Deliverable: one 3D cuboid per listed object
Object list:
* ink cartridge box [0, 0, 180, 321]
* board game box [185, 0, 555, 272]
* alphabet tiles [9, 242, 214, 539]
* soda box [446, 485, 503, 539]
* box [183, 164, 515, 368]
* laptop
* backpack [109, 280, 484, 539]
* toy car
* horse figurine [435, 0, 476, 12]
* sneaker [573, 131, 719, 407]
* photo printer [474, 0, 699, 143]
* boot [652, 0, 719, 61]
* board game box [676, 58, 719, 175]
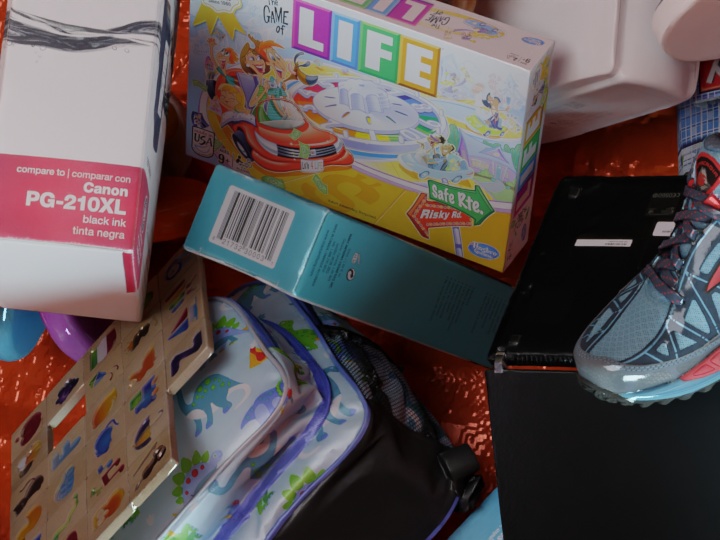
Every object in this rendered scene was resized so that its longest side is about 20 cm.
[{"bbox_3d":[-0.147,-0.089,1.388,0.084,0.145,0.201,6,74,-2],"label":"ink cartridge box"},{"bbox_3d":[0.001,-0.092,1.399,0.200,0.034,0.135,20,132,18],"label":"board game box"},{"bbox_3d":[-0.134,0.083,1.385,0.167,0.008,0.200,-47,23,16],"label":"alphabet tiles"},{"bbox_3d":[0.102,0.146,1.373,0.200,0.064,0.068,-48,57,13],"label":"soda box"},{"bbox_3d":[0.000,0.000,1.398,0.082,0.200,0.049,23,91,35],"label":"box"},{"bbox_3d":[0.165,0.056,1.315,0.177,0.103,0.200,1,50,32],"label":"laptop"},{"bbox_3d":[-0.059,0.100,1.419,0.183,0.147,0.200,-50,30,9],"label":"backpack"},{"bbox_3d":[-0.173,-0.017,1.563,0.200,0.175,0.150,-28,99,23],"label":"toy car"},{"bbox_3d":[0.033,-0.126,1.445,0.133,0.050,0.200,-98,23,-62],"label":"horse figurine"},{"bbox_3d":[0.170,-0.022,1.237,0.200,0.096,0.079,-42,38,-12],"label":"sneaker"},{"bbox_3d":[0.123,-0.179,1.421,0.166,0.069,0.201,-13,67,58],"label":"photo printer"},{"bbox_3d":[0.225,-0.192,1.320,0.200,0.073,0.090,-32,55,12],"label":"boot"},{"bbox_3d":[0.250,-0.110,1.353,0.200,0.062,0.200,-10,70,30],"label":"board game box"}]
